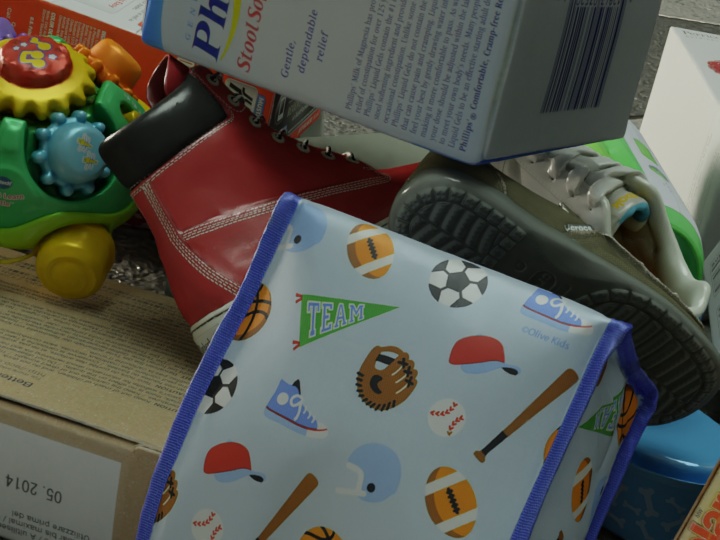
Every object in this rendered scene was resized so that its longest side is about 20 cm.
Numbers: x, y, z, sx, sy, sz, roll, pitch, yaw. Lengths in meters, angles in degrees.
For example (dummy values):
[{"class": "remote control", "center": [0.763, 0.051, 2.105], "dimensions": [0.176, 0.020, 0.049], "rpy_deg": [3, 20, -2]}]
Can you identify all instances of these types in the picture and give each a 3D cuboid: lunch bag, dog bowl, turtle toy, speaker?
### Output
[{"class": "lunch bag", "center": [0.008, 0.098, 0.830], "dimensions": [0.169, 0.201, 0.124], "rpy_deg": [20, -14, 24]}, {"class": "dog bowl", "center": [0.145, 0.090, 1.076], "dimensions": [0.111, 0.050, 0.200], "rpy_deg": [-3, 25, -29]}, {"class": "turtle toy", "center": [-0.192, -0.075, 1.022], "dimensions": [0.198, 0.102, 0.146], "rpy_deg": [10, 40, 0]}, {"class": "speaker", "center": [0.153, -0.036, 1.222], "dimensions": [0.088, 0.089, 0.200], "rpy_deg": [6, 23, -8]}]

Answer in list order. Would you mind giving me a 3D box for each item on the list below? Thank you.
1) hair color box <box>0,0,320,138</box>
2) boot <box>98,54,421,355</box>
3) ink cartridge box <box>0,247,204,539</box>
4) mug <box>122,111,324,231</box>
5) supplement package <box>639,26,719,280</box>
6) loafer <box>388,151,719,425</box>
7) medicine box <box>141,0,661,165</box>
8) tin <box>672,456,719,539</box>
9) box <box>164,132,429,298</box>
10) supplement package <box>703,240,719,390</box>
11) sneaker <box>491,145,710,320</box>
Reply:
[{"class": "hair color box", "center": [-0.126, -0.134, 1.189], "dimensions": [0.199, 0.064, 0.111], "rpy_deg": [20, 28, 12]}, {"class": "boot", "center": [-0.030, -0.058, 0.996], "dimensions": [0.199, 0.145, 0.072], "rpy_deg": [-27, -4, -37]}, {"class": "ink cartridge box", "center": [-0.152, 0.063, 0.980], "dimensions": [0.198, 0.076, 0.165], "rpy_deg": [17, 23, 15]}, {"class": "mug", "center": [-0.131, -0.088, 1.287], "dimensions": [0.198, 0.135, 0.178], "rpy_deg": [7, -8, 5]}, {"class": "supplement package", "center": [0.275, -0.073, 1.382], "dimensions": [0.120, 0.121, 0.200], "rpy_deg": [8, 26, -9]}, {"class": "loafer", "center": [0.100, 0.001, 0.960], "dimensions": [0.200, 0.075, 0.070], "rpy_deg": [38, 32, -22]}, {"class": "medicine box", "center": [0.025, -0.137, 0.993], "dimensions": [0.199, 0.104, 0.182], "rpy_deg": [22, 17, 25]}, {"class": "tin", "center": [0.194, 0.145, 0.907], "dimensions": [0.112, 0.042, 0.200], "rpy_deg": [33, 38, 11]}, {"class": "box", "center": [0.000, 0.000, 1.136], "dimensions": [0.199, 0.129, 0.109], "rpy_deg": [-7, 27, -35]}, {"class": "supplement package", "center": [0.303, 0.013, 1.142], "dimensions": [0.151, 0.151, 0.200], "rpy_deg": [33, 20, -5]}, {"class": "sneaker", "center": [0.117, -0.037, 1.075], "dimensions": [0.076, 0.081, 0.201], "rpy_deg": [-22, 72, -39]}]
